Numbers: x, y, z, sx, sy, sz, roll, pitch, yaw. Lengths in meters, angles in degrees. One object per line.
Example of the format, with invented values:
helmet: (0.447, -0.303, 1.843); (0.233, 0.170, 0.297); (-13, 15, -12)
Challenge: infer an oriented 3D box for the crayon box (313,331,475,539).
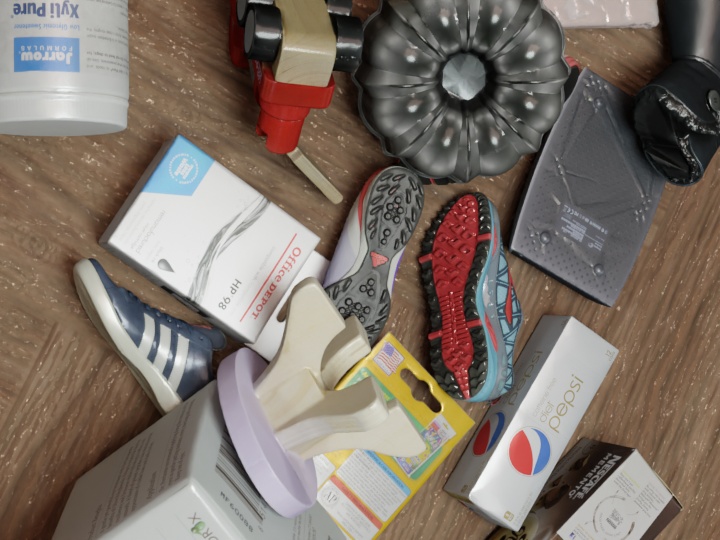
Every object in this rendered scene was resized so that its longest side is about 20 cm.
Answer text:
crayon box: (-0.006, 0.170, 1.378); (0.126, 0.052, 0.200); (46, 77, -12)

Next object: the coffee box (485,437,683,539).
coffee box: (0.191, 0.258, 1.409); (0.200, 0.113, 0.080); (-43, 101, -13)

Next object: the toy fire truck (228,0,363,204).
toy fire truck: (-0.061, -0.170, 1.332); (0.127, 0.177, 0.201); (4, 130, -18)

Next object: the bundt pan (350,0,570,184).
bundt pan: (0.092, -0.168, 1.315); (0.199, 0.076, 0.205); (0, 106, -2)

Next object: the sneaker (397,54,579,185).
sneaker: (0.109, -0.157, 1.424); (0.199, 0.074, 0.087); (-34, 65, -7)

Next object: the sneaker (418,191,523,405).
sneaker: (0.110, 0.029, 1.418); (0.095, 0.079, 0.203); (22, 66, -52)

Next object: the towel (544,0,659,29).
towel: (0.201, -0.335, 1.464); (0.189, 0.032, 0.203); (-5, 91, -18)

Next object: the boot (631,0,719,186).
boot: (0.314, -0.199, 1.435); (0.168, 0.076, 0.202); (-37, 112, -48)

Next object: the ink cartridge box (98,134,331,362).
ink cartridge box: (-0.118, -0.015, 1.336); (0.199, 0.067, 0.117); (36, 79, -14)

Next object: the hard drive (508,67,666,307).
hard drive: (0.223, -0.079, 1.453); (0.134, 0.042, 0.202); (28, 74, -16)

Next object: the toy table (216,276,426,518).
toy table: (-0.037, 0.109, 1.251); (0.116, 0.201, 0.184); (-32, 122, 6)

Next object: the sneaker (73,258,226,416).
sneaker: (-0.172, 0.058, 1.317); (0.084, 0.075, 0.201); (-38, 110, -13)

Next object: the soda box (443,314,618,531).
soda box: (0.162, 0.143, 1.424); (0.063, 0.068, 0.201); (33, 79, -15)

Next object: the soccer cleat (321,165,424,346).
soccer cleat: (0.000, 0.000, 1.376); (0.068, 0.073, 0.202); (22, 89, -13)

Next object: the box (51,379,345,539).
box: (-0.133, 0.243, 1.229); (0.170, 0.199, 0.201); (-34, 105, 11)

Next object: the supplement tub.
supplement tub: (-0.260, -0.220, 1.261); (0.130, 0.132, 0.203); (-1, 89, -18)
